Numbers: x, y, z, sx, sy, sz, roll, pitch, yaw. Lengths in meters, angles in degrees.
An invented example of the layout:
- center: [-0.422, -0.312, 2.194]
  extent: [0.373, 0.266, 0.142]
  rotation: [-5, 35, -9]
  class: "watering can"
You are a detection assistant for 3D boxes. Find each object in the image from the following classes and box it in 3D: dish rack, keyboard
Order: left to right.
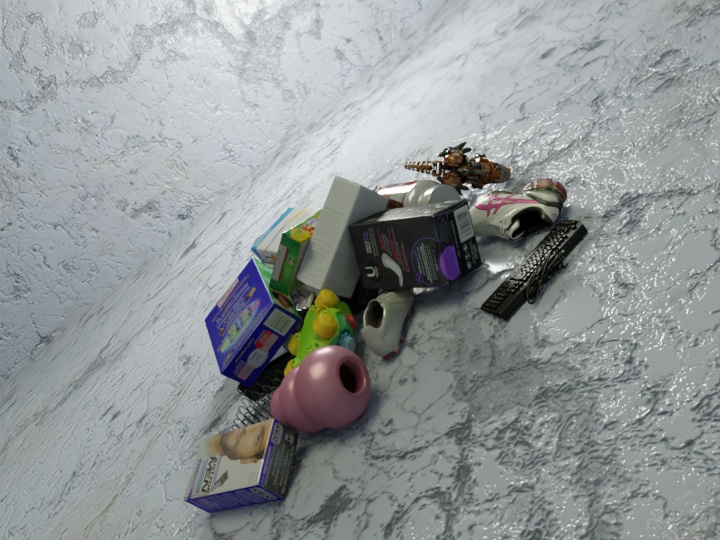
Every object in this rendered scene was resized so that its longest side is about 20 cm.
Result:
- center: [-0.168, 0.245, 1.342]
  extent: [0.152, 0.055, 0.201]
  rotation: [-33, 23, 23]
  class: "dish rack"
- center: [0.262, -0.012, 1.123]
  extent: [0.200, 0.040, 0.104]
  rotation: [-46, 21, -11]
  class: "keyboard"

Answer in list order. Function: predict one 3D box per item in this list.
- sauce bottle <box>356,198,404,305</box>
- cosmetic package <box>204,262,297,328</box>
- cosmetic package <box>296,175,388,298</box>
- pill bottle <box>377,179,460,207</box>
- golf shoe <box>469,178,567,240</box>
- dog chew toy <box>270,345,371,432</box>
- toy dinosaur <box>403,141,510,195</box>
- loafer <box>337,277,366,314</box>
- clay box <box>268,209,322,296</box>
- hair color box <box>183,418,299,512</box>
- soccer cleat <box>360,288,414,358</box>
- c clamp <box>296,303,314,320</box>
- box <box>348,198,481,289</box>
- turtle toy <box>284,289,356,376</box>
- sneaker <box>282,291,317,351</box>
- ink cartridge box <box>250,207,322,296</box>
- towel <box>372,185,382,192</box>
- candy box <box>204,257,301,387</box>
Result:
- center: [0.033, -0.034, 1.416]
  extent: [0.066, 0.065, 0.204]
  rotation: [6, 80, 62]
  class: "sauce bottle"
- center: [-0.240, 0.094, 1.680]
  extent: [0.200, 0.113, 0.081]
  rotation: [-45, 21, -17]
  class: "cosmetic package"
- center: [-0.033, -0.059, 1.369]
  extent: [0.073, 0.101, 0.204]
  rotation: [22, 92, 35]
  class: "cosmetic package"
- center: [0.113, -0.122, 1.491]
  extent: [0.112, 0.113, 0.199]
  rotation: [-48, 23, -20]
  class: "pill bottle"
- center: [0.247, -0.090, 1.251]
  extent: [0.198, 0.073, 0.093]
  rotation: [-18, 32, 45]
  class: "golf shoe"
- center: [-0.073, 0.200, 1.187]
  extent: [0.199, 0.124, 0.125]
  rotation: [-33, 20, 42]
  class: "dog chew toy"
- center: [0.191, -0.204, 1.462]
  extent: [0.104, 0.197, 0.136]
  rotation: [-64, 2, 11]
  class: "toy dinosaur"
- center: [0.000, 0.000, 1.501]
  extent: [0.072, 0.072, 0.202]
  rotation: [-27, 25, 30]
  class: "loafer"
- center: [-0.101, -0.040, 1.435]
  extent: [0.200, 0.047, 0.117]
  rotation: [-41, -28, -62]
  class: "clay box"
- center: [-0.194, 0.318, 1.201]
  extent: [0.198, 0.065, 0.111]
  rotation: [-22, 42, 37]
  class: "hair color box"
- center: [0.047, 0.065, 1.286]
  extent: [0.069, 0.078, 0.201]
  rotation: [-28, 24, 28]
  class: "soccer cleat"
- center: [-0.128, 0.065, 1.488]
  extent: [0.198, 0.027, 0.172]
  rotation: [-5, 42, 49]
  class: "c clamp"
- center: [0.092, -0.043, 1.286]
  extent: [0.197, 0.125, 0.105]
  rotation: [-3, 16, 44]
  class: "box"
- center: [-0.059, 0.117, 1.327]
  extent: [0.147, 0.100, 0.201]
  rotation: [-56, 16, 27]
  class: "turtle toy"
- center: [-0.105, 0.074, 1.547]
  extent: [0.139, 0.078, 0.201]
  rotation: [-34, 31, 12]
  class: "sneaker"
- center: [-0.131, -0.043, 1.703]
  extent: [0.145, 0.148, 0.199]
  rotation: [-46, 21, -16]
  class: "ink cartridge box"
- center: [-0.003, -0.070, 1.579]
  extent: [0.022, 0.146, 0.201]
  rotation: [20, 46, 17]
  class: "towel"
- center: [-0.211, 0.095, 1.432]
  extent: [0.170, 0.076, 0.200]
  rotation: [-51, 33, 10]
  class: "candy box"
